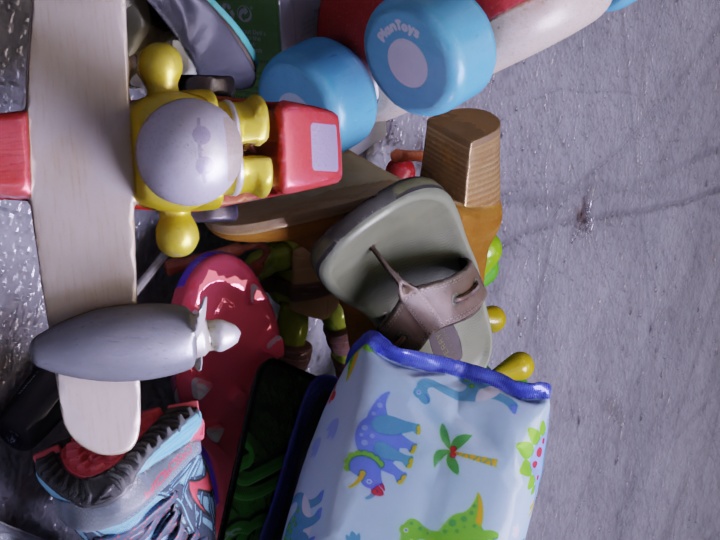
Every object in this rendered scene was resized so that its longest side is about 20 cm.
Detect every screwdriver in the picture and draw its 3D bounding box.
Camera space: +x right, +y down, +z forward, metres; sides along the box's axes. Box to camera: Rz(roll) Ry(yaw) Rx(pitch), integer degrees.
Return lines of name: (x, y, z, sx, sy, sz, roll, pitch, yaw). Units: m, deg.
screwdriver: (-0.123, 0.017, 0.963, 0.200, 0.028, 0.029, -55, 172, -34)

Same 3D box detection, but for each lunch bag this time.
lunch bag: (0.013, 0.140, 0.985, 0.200, 0.127, 0.170, 112, -4, -74)

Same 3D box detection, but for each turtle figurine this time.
turtle figurine: (-0.036, 0.012, 1.090, 0.200, 0.064, 0.161, -25, 125, -37)

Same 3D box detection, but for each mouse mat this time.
mouse mat: (-0.028, 0.142, 1.044, 0.200, 0.008, 0.161, 28, 73, -61)

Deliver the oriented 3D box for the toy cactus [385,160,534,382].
toy cactus: (0.040, 0.042, 1.207, 0.165, 0.102, 0.200, -61, 140, -37)

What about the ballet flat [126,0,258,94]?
ballet flat: (-0.115, -0.131, 0.895, 0.073, 0.073, 0.200, -68, 150, -22)

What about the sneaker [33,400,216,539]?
sneaker: (-0.097, 0.116, 0.901, 0.200, 0.079, 0.096, 43, 26, -87)

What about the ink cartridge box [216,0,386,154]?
ink cartridge box: (-0.040, -0.153, 1.030, 0.104, 0.059, 0.200, -37, 130, -51)

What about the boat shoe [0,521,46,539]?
boat shoe: (-0.162, 0.156, 0.892, 0.201, 0.071, 0.070, 30, 72, -61)

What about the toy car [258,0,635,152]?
toy car: (0.024, -0.190, 0.955, 0.184, 0.177, 0.200, -32, 99, -38)

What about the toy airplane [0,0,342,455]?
toy airplane: (-0.109, -0.052, 0.799, 0.200, 0.141, 0.199, 49, 66, -26)

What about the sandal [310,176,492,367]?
sandal: (0.038, 0.017, 0.982, 0.080, 0.057, 0.201, -38, 144, -2)

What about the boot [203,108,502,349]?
boot: (0.000, 0.000, 1.023, 0.201, 0.071, 0.144, -19, 129, -33)

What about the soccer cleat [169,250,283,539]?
soccer cleat: (-0.077, 0.075, 1.033, 0.067, 0.076, 0.200, -26, 122, -25)
